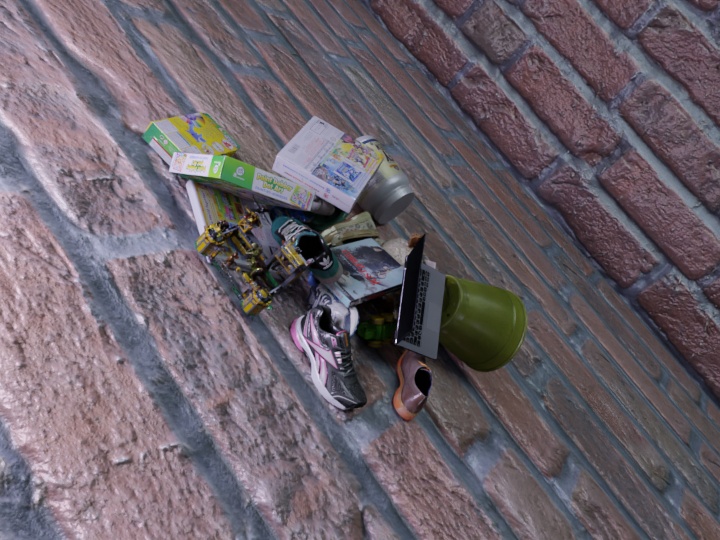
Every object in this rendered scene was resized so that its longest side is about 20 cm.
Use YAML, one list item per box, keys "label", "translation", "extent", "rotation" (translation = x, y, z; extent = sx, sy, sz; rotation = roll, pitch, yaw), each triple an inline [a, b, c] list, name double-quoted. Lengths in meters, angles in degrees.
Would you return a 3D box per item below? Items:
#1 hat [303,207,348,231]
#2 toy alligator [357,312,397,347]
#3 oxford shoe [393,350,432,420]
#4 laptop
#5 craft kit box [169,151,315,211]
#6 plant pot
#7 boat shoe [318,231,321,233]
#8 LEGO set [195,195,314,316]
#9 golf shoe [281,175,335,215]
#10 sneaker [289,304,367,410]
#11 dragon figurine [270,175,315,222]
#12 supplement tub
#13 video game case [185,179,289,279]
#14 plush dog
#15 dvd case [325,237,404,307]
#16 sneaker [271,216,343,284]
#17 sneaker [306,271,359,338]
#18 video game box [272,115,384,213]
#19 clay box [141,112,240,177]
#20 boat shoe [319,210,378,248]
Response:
- label: "hat"
  translation: [-0.028, -0.158, 1.521]
  extent: [0.176, 0.165, 0.201]
  rotation: [26, 45, -51]
- label: "toy alligator"
  translation: [0.046, 0.116, 1.354]
  extent: [0.054, 0.060, 0.200]
  rotation: [12, 11, 31]
- label: "oxford shoe"
  translation: [0.117, 0.210, 1.297]
  extent: [0.071, 0.073, 0.200]
  rotation: [37, 28, -14]
- label: "laptop"
  translation: [0.135, 0.059, 1.276]
  extent: [0.199, 0.115, 0.189]
  rotation: [25, 66, -39]
- label: "craft kit box"
  translation: [-0.218, -0.164, 1.201]
  extent: [0.199, 0.049, 0.197]
  rotation: [17, -4, -42]
- label: "plant pot"
  translation: [0.235, 0.102, 1.459]
  extent: [0.192, 0.200, 0.201]
  rotation: [27, 32, -36]
- label: "boat shoe"
  translation: [-0.040, -0.083, 1.473]
  extent: [0.072, 0.071, 0.200]
  rotation: [49, 33, 5]
- label: "LEGO set"
  translation: [-0.175, -0.033, 1.133]
  extent: [0.201, 0.116, 0.154]
  rotation: [55, 31, 9]
- label: "golf shoe"
  translation: [-0.111, -0.193, 1.420]
  extent: [0.097, 0.078, 0.201]
  rotation: [26, 36, -43]
- label: "sneaker"
  translation: [-0.047, 0.148, 1.141]
  extent: [0.200, 0.086, 0.080]
  rotation: [54, 30, 16]
- label: "dragon figurine"
  translation: [-0.155, -0.126, 1.391]
  extent: [0.099, 0.059, 0.201]
  rotation: [26, 29, -29]
- label: "supplement tub"
  translation: [0.036, -0.238, 1.716]
  extent: [0.200, 0.145, 0.145]
  rotation: [52, 28, 13]
- label: "video game case"
  translation: [-0.235, -0.077, 1.257]
  extent: [0.181, 0.023, 0.201]
  rotation: [15, 41, -45]
- label: "plush dog"
  translation: [0.054, 0.001, 1.445]
  extent: [0.171, 0.161, 0.200]
  rotation: [-33, 77, -35]
- label: "dvd case"
  translation: [0.000, 0.000, 1.312]
  extent: [0.199, 0.022, 0.146]
  rotation: [-17, 51, -44]
- label: "sneaker"
  translation: [-0.110, -0.058, 1.236]
  extent: [0.200, 0.071, 0.080]
  rotation: [39, -15, 35]
- label: "sneaker"
  translation: [-0.064, 0.070, 1.255]
  extent: [0.085, 0.077, 0.200]
  rotation: [17, 30, -26]
- label: "video game box"
  translation: [-0.062, -0.226, 1.368]
  extent: [0.181, 0.047, 0.200]
  rotation: [28, 41, 2]
- label: "clay box"
  translation: [-0.338, -0.261, 1.335]
  extent: [0.115, 0.048, 0.200]
  rotation: [46, 26, 1]
- label: "boat shoe"
  translation: [-0.039, -0.065, 1.380]
  extent: [0.199, 0.073, 0.063]
  rotation: [-30, 86, -35]
